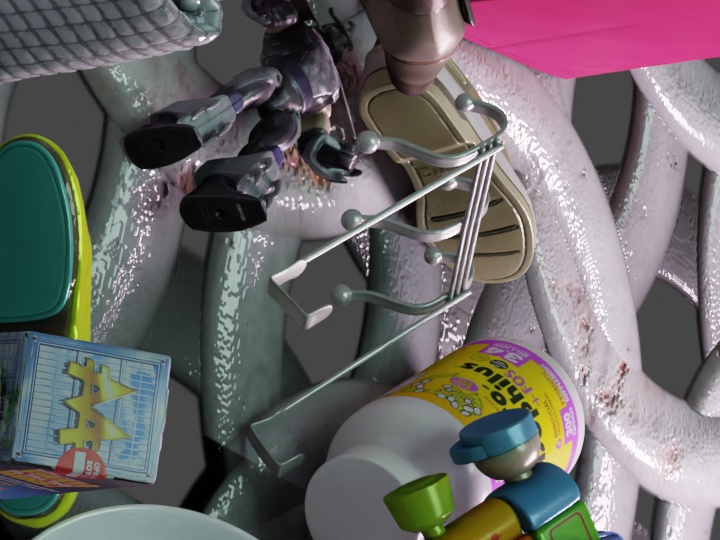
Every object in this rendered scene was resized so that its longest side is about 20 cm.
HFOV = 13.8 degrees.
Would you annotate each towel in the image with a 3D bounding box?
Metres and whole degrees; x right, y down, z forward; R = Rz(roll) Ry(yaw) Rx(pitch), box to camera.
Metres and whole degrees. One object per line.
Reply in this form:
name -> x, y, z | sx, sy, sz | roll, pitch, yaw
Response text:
towel -> -0.171, -0.186, 1.440 | 0.200, 0.166, 0.086 | 53, 46, -38

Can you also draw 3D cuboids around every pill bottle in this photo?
pill bottle -> 0.047, 0.113, 1.746 | 0.200, 0.104, 0.104 | -29, 109, -58

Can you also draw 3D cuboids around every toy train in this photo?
toy train -> 0.045, 0.163, 1.611 | 0.200, 0.085, 0.116 | -29, 99, -36

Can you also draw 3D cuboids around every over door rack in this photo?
over door rack -> 0.000, 0.000, 1.694 | 0.200, 0.067, 0.148 | -43, 156, -35

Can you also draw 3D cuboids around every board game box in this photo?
board game box -> -0.197, 0.059, 1.346 | 0.200, 0.200, 0.062 | 23, 68, -51

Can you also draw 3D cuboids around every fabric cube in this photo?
fabric cube -> 0.164, -0.243, 1.882 | 0.200, 0.199, 0.196 | 16, 75, -52

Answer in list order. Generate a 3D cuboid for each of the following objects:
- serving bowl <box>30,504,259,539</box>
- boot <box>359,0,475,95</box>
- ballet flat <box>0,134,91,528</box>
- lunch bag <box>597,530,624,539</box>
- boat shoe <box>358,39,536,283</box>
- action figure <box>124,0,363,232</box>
serving bowl -> -0.107, 0.221, 1.520 | 0.200, 0.066, 0.200 | 11, 53, -15
boot -> 0.014, -0.199, 1.686 | 0.146, 0.070, 0.200 | 91, -22, -62
ballet flat -> -0.166, 0.031, 1.530 | 0.067, 0.067, 0.200 | 1, 88, -75
lunch bag -> 0.079, 0.227, 1.767 | 0.200, 0.132, 0.136 | -18, 100, -53
boat shoe -> 0.060, -0.073, 1.823 | 0.200, 0.075, 0.068 | 61, 28, -45
action figure -> -0.048, -0.095, 1.690 | 0.130, 0.069, 0.200 | 60, 38, -16
